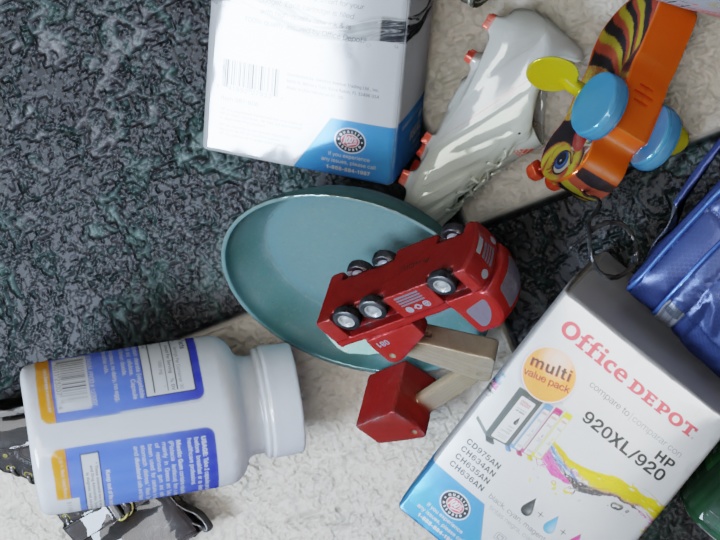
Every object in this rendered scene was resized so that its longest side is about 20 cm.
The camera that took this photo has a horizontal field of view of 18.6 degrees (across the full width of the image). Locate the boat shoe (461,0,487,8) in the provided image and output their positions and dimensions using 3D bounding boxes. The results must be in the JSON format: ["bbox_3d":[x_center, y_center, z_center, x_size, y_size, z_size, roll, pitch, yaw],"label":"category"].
[{"bbox_3d":[0.140,-0.249,1.502,0.202,0.072,0.060,-44,82,16],"label":"boat shoe"}]

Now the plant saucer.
[{"bbox_3d":[0.000,0.000,1.569,0.198,0.036,0.201,11,143,9],"label":"plant saucer"}]

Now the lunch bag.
[{"bbox_3d":[0.277,-0.030,1.473,0.132,0.136,0.200,41,109,4],"label":"lunch bag"}]

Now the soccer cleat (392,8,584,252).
[{"bbox_3d":[0.085,-0.089,1.555,0.077,0.069,0.201,29,105,4],"label":"soccer cleat"}]

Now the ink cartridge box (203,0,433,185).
[{"bbox_3d":[-0.026,-0.178,1.540,0.143,0.084,0.201,12,116,13],"label":"ink cartridge box"}]

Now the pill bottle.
[{"bbox_3d":[-0.144,0.109,1.613,0.198,0.112,0.113,-8,100,-8],"label":"pill bottle"}]

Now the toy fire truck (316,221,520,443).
[{"bbox_3d":[0.048,0.046,1.537,0.199,0.049,0.141,-21,129,40],"label":"toy fire truck"}]

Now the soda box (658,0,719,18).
[{"bbox_3d":[0.191,-0.216,1.442,0.199,0.068,0.064,12,88,-19],"label":"soda box"}]

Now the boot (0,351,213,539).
[{"bbox_3d":[-0.232,0.174,1.699,0.199,0.069,0.175,-25,93,17],"label":"boot"}]

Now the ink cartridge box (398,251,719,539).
[{"bbox_3d":[0.153,0.116,1.534,0.147,0.145,0.200,39,109,6],"label":"ink cartridge box"}]

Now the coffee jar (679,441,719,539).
[{"bbox_3d":[0.318,0.112,1.518,0.104,0.085,0.200,38,108,5],"label":"coffee jar"}]

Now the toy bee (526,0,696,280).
[{"bbox_3d":[0.156,-0.096,1.506,0.131,0.200,0.108,48,153,-20],"label":"toy bee"}]
